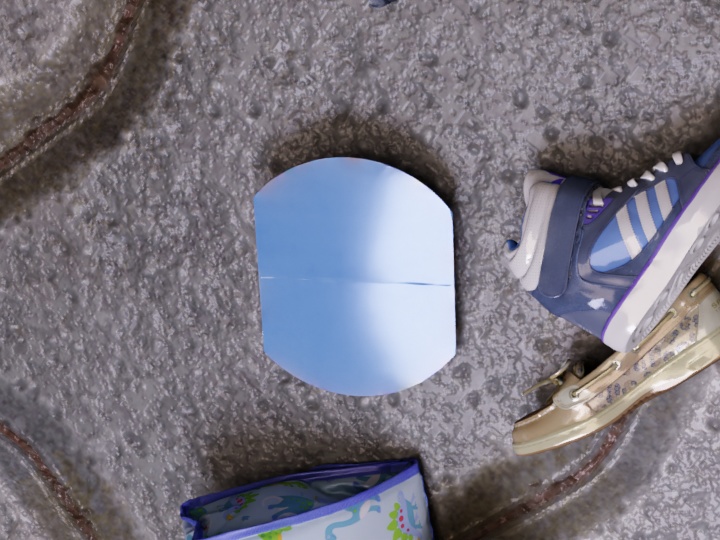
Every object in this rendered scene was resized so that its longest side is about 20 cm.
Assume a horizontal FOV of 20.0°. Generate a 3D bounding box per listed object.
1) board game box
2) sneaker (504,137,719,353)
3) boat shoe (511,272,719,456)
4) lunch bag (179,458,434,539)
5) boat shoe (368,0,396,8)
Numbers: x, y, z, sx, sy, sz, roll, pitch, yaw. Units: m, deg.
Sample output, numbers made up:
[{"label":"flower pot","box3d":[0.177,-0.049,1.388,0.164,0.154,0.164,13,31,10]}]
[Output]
[{"label":"board game box","box3d":[0.000,0.000,1.603,0.157,0.039,0.201,2,113,12]},{"label":"sneaker","box3d":[0.192,-0.055,1.498,0.146,0.081,0.200,37,98,21]},{"label":"boat shoe","box3d":[0.194,0.075,1.549,0.199,0.073,0.063,-32,90,13]},{"label":"lunch bag","box3d":[-0.032,0.253,1.649,0.199,0.127,0.171,-14,105,-9]},{"label":"boat shoe","box3d":[0.008,-0.292,1.483,0.091,0.071,0.201,-20,102,18]}]
